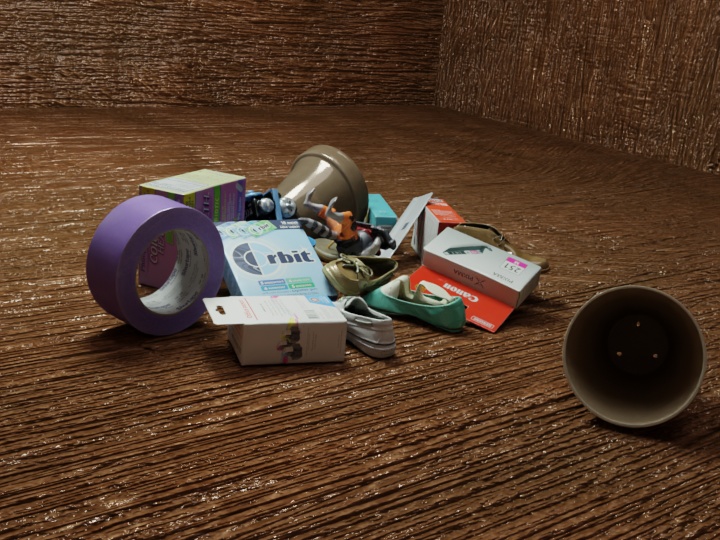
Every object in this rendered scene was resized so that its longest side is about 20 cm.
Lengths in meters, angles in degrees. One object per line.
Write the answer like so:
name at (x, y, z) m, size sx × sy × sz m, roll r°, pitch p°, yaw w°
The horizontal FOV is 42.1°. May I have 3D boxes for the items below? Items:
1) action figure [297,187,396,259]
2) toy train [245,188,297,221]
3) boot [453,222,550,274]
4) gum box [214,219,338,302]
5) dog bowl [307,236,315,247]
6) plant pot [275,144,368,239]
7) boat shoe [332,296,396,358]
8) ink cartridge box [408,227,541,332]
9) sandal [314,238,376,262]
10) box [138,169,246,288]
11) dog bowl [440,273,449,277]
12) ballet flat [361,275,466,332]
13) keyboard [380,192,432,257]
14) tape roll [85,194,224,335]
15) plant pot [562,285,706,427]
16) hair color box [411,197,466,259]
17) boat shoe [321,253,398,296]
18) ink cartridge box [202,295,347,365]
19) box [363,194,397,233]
action figure at (-0.041, -0.062, 1.745) m, size 0.105 × 0.194 × 0.199 m, roll -50°, pitch 29°, yaw -22°
toy train at (-0.204, -0.106, 1.858) m, size 0.113 × 0.088 × 0.199 m, roll -7°, pitch -9°, yaw -34°
boot at (0.259, -0.039, 1.745) m, size 0.198 × 0.076 × 0.074 m, roll 13°, pitch 17°, yaw 19°
gum box at (-0.153, -0.006, 1.602) m, size 0.168 × 0.045 × 0.201 m, roll -4°, pitch 45°, yaw -29°
dog bowl at (-0.158, -0.023, 1.748) m, size 0.110 × 0.050 × 0.200 m, roll 11°, pitch 19°, yaw 18°
plant pot at (-0.109, -0.142, 1.982) m, size 0.199 × 0.202 × 0.174 m, roll 18°, pitch 40°, yaw 35°
boat shoe at (-0.010, 0.072, 1.484) m, size 0.073 × 0.068 × 0.199 m, roll -10°, pitch 23°, yaw -41°
ink cartridge box at (0.193, 0.011, 1.653) m, size 0.199 × 0.044 × 0.173 m, roll 25°, pitch 40°, yaw 24°
sandal at (-0.015, -0.039, 1.857) m, size 0.199 × 0.055 × 0.080 m, roll 21°, pitch 23°, yaw 39°
box at (-0.299, -0.076, 1.679) m, size 0.096 × 0.178 × 0.200 m, roll 13°, pitch 18°, yaw 24°
dog bowl at (0.218, 0.016, 1.767) m, size 0.198 × 0.050 × 0.111 m, roll -4°, pitch 20°, yaw -29°
ballet flat at (0.091, 0.046, 1.593) m, size 0.198 × 0.071 × 0.067 m, roll 14°, pitch 22°, yaw 27°
keyboard at (0.087, -0.088, 1.910) m, size 0.056 × 0.011 × 0.201 m, roll -10°, pitch 37°, yaw 47°
tape roll at (-0.309, -0.008, 1.424) m, size 0.085 × 0.202 × 0.199 m, roll 20°, pitch 23°, yaw 40°
plant pot at (0.395, 0.114, 1.337) m, size 0.185 × 0.189 × 0.200 m, roll 12°, pitch 4°, yaw 19°
hair color box at (0.159, -0.073, 1.927) m, size 0.063 × 0.112 × 0.200 m, roll 3°, pitch 18°, yaw -11°
boat shoe at (0.000, 0.000, 1.638) m, size 0.074 × 0.063 × 0.200 m, roll 53°, pitch 21°, yaw 14°
ink cartridge box at (-0.131, 0.087, 1.396) m, size 0.198 × 0.069 × 0.115 m, roll 0°, pitch 18°, yaw -19°
box at (0.035, -0.105, 2.036) m, size 0.049 × 0.083 × 0.200 m, roll 1°, pitch 17°, yaw -11°
